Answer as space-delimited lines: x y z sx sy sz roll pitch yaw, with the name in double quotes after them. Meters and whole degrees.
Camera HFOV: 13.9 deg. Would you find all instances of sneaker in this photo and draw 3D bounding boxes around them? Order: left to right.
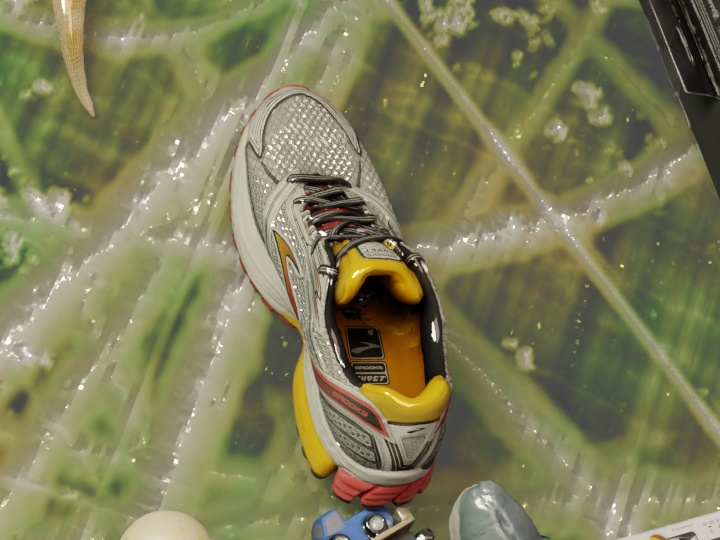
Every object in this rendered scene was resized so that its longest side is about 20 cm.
0.000 0.000 1.300 0.078 0.082 0.200 -8 61 -23 "sneaker"

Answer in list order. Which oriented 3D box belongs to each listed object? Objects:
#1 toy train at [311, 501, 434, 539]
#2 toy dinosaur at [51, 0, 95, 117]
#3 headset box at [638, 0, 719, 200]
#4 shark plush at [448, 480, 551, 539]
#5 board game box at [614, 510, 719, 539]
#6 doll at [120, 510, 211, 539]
-0.054 0.150 1.253 0.200 0.034 0.046 -26 69 -27 "toy train"
-0.141 -0.178 1.342 0.101 0.058 0.200 13 65 -16 "toy dinosaur"
0.231 -0.126 1.448 0.200 0.077 0.149 -13 74 -26 "headset box"
0.081 0.187 1.217 0.091 0.083 0.200 -12 73 -24 "shark plush"
0.113 0.185 1.297 0.200 0.035 0.126 -13 74 -24 "board game box"
-0.076 0.197 1.187 0.136 0.048 0.200 -1 86 -28 "doll"
